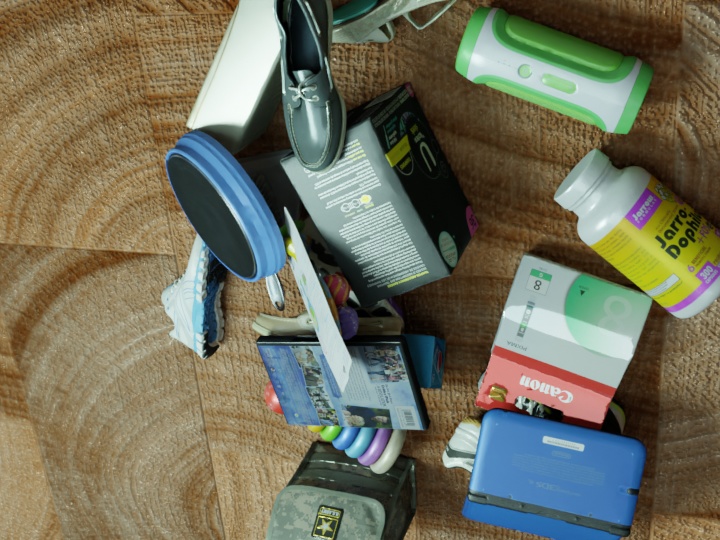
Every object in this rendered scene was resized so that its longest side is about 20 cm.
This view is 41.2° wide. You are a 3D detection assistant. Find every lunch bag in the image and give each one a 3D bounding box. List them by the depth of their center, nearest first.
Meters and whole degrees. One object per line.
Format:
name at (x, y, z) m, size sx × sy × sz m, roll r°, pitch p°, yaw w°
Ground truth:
lunch bag at (-0.026, 0.343, 1.335) m, size 0.163 × 0.200 × 0.118 m, roll 6°, pitch 118°, yaw 18°

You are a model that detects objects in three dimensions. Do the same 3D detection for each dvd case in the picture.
dvd case at (-0.022, 0.139, 1.196) m, size 0.199 × 0.018 × 0.143 m, roll -2°, pitch 124°, yaw 24°

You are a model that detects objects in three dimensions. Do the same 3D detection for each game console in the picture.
game console at (0.237, 0.265, 1.202) m, size 0.199 × 0.118 × 0.172 m, roll 11°, pitch 94°, yaw 6°

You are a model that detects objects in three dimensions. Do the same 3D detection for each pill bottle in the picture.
pill bottle at (0.316, -0.045, 1.069) m, size 0.200 × 0.104 × 0.104 m, roll 38°, pitch 122°, yaw -2°

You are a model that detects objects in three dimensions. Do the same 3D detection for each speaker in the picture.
speaker at (0.207, -0.216, 1.034) m, size 0.199 × 0.088 × 0.089 m, roll 22°, pitch 121°, yaw 9°

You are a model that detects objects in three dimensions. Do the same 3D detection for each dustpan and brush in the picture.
dustpan and brush at (-0.125, -0.046, 1.257) m, size 0.139 × 0.057 × 0.201 m, roll -8°, pitch 112°, yaw 24°

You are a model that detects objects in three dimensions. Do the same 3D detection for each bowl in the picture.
bowl at (-0.168, -0.073, 1.164) m, size 0.201 × 0.039 × 0.201 m, roll 44°, pitch 156°, yaw 25°

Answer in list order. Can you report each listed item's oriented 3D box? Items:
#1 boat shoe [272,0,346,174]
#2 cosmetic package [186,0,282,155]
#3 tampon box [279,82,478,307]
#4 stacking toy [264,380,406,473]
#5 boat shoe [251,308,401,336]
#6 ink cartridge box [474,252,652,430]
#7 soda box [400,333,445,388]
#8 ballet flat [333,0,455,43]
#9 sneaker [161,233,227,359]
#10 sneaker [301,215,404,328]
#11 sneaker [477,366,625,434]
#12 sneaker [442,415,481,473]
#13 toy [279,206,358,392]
boat shoe at (-0.061, -0.201, 1.010) m, size 0.072 × 0.062 × 0.201 m, roll 0°, pitch 98°, yaw 25°
cosmetic package at (-0.121, -0.246, 1.131) m, size 0.073 × 0.104 × 0.200 m, roll 32°, pitch 121°, yaw 3°
tampon box at (0.030, -0.089, 1.126) m, size 0.126 × 0.150 × 0.201 m, roll -21°, pitch 107°, yaw 29°
stacking toy at (-0.041, 0.202, 1.311) m, size 0.199 × 0.086 × 0.086 m, roll 26°, pitch 122°, yaw -10°
boat shoe at (-0.043, 0.070, 1.222) m, size 0.199 × 0.072 × 0.065 m, roll 9°, pitch 91°, yaw 21°
ink cartridge box at (0.241, 0.098, 1.157) m, size 0.160 × 0.050 × 0.201 m, roll 19°, pitch 92°, yaw 10°
soda box at (0.008, 0.116, 1.274) m, size 0.199 × 0.064 × 0.068 m, roll 2°, pitch 83°, yaw 20°
ballet flat at (0.038, -0.289, 1.075) m, size 0.199 × 0.068 × 0.062 m, roll -20°, pitch 117°, yaw 28°
sneaker at (-0.238, 0.028, 1.332) m, size 0.086 × 0.075 × 0.201 m, roll 20°, pitch 120°, yaw 17°
sneaker at (0.000, 0.000, 1.230) m, size 0.080 × 0.084 × 0.200 m, roll -8°, pitch 129°, yaw 44°
sneaker at (0.244, 0.172, 1.217) m, size 0.199 × 0.083 × 0.072 m, roll 16°, pitch 119°, yaw 12°
sneaker at (0.198, 0.286, 1.282) m, size 0.200 × 0.076 × 0.088 m, roll 38°, pitch 89°, yaw 9°
toy at (-0.038, 0.029, 1.117) m, size 0.201 × 0.047 × 0.115 m, roll 63°, pitch 165°, yaw 20°
